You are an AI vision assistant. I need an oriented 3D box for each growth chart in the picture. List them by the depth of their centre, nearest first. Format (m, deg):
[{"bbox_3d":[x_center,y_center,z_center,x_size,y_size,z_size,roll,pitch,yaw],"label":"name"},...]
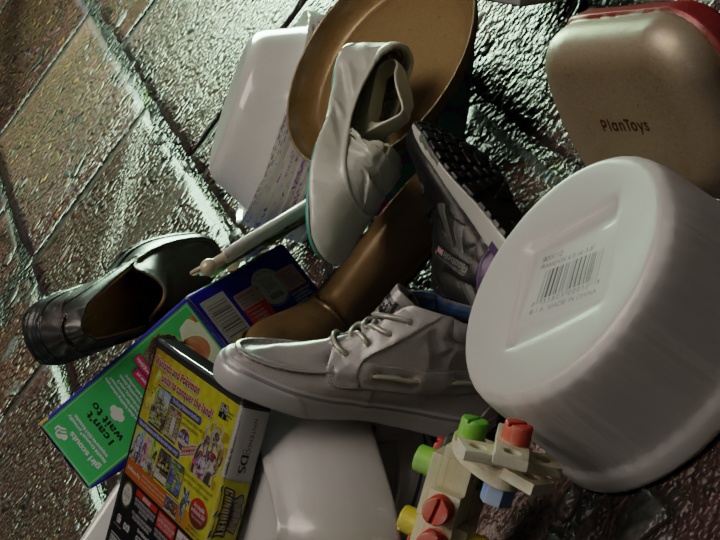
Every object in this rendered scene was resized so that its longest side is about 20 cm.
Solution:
[{"bbox_3d":[-0.070,-0.032,1.519,0.144,0.018,0.200,-33,0,0],"label":"growth chart"}]

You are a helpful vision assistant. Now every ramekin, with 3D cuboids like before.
[{"bbox_3d":[0.156,0.027,1.173,0.200,0.098,0.201,-41,29,29],"label":"ramekin"}]

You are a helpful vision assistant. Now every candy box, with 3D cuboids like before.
[{"bbox_3d":[-0.145,0.080,1.586,0.200,0.077,0.169,-41,-5,29],"label":"candy box"}]

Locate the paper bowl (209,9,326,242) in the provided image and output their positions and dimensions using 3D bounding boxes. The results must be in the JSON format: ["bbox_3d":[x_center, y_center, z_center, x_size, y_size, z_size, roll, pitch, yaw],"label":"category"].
[{"bbox_3d":[-0.068,-0.134,1.690,0.201,0.104,0.202,-163,90,-81],"label":"paper bowl"}]

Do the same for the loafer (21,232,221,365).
[{"bbox_3d":[-0.180,0.022,1.556,0.072,0.073,0.200,-8,20,47],"label":"loafer"}]

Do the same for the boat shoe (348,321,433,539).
[{"bbox_3d":[0.009,0.118,1.360,0.074,0.067,0.200,-44,28,25],"label":"boat shoe"}]

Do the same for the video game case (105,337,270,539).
[{"bbox_3d":[-0.129,0.156,1.357,0.200,0.025,0.182,23,99,65],"label":"video game case"}]

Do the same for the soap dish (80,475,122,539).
[{"bbox_3d":[-0.178,0.258,1.509,0.201,0.081,0.157,-59,25,-6],"label":"soap dish"}]

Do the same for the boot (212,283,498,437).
[{"bbox_3d":[0.006,0.049,1.276,0.074,0.199,0.096,-110,33,-64],"label":"boot"}]

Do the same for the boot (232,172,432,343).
[{"bbox_3d":[0.000,0.000,1.452,0.200,0.066,0.175,-49,-7,16],"label":"boot"}]

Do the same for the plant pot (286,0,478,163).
[{"bbox_3d":[0.021,-0.164,1.520,0.200,0.027,0.201,-27,47,33],"label":"plant pot"}]

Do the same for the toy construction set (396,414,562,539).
[{"bbox_3d":[0.049,0.165,1.157,0.201,0.092,0.131,-61,-17,17],"label":"toy construction set"}]

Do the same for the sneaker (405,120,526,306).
[{"bbox_3d":[0.070,-0.022,1.356,0.088,0.076,0.200,-51,48,23],"label":"sneaker"}]

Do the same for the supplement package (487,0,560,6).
[{"bbox_3d":[0.128,-0.283,1.525,0.200,0.116,0.118,-153,54,-64],"label":"supplement package"}]

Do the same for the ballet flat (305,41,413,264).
[{"bbox_3d":[0.004,-0.097,1.419,0.069,0.069,0.201,-30,39,43],"label":"ballet flat"}]

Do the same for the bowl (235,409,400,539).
[{"bbox_3d":[-0.061,0.184,1.318,0.200,0.074,0.200,-61,29,31],"label":"bowl"}]

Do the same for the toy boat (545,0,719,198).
[{"bbox_3d":[0.216,-0.127,1.258,0.130,0.131,0.200,-31,17,-22],"label":"toy boat"}]

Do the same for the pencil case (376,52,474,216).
[{"bbox_3d":[0.046,-0.143,1.590,0.092,0.085,0.201,-33,34,37],"label":"pencil case"}]
